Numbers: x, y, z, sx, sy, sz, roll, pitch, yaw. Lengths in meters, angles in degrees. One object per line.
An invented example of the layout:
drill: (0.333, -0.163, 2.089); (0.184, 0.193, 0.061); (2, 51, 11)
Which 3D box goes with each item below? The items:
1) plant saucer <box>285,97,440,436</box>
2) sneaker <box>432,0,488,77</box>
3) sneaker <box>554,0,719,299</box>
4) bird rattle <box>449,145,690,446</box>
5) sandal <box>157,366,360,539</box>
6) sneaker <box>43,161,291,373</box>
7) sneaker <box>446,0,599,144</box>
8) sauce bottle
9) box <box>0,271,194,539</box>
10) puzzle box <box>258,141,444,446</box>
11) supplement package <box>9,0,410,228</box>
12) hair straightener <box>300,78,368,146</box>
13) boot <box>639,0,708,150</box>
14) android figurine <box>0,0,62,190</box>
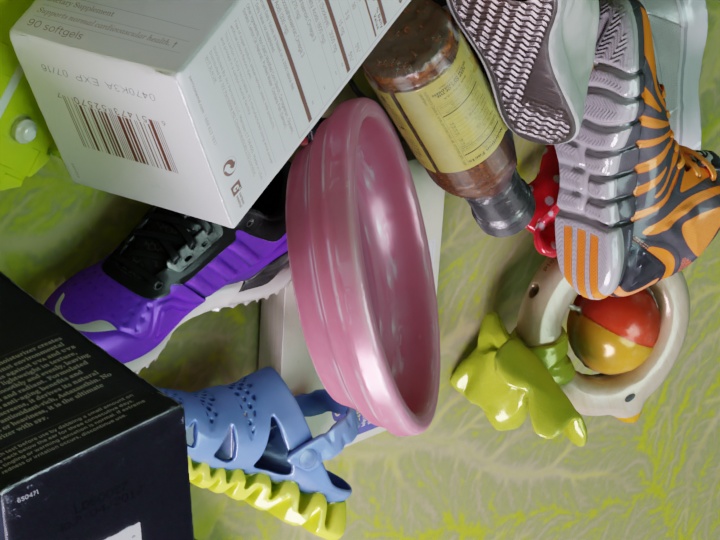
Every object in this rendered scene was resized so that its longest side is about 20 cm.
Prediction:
plant saucer: (0.000, 0.000, 1.662); (0.200, 0.051, 0.202); (-9, 90, -77)
sneaker: (0.110, -0.181, 1.766); (0.199, 0.076, 0.116); (-29, 137, -17)
sneaker: (0.182, -0.086, 1.793); (0.112, 0.077, 0.201); (-13, 117, -34)
bird rattle: (0.151, 0.022, 1.895); (0.163, 0.112, 0.201); (22, 86, -34)
sandal: (-0.074, 0.095, 1.722); (0.200, 0.079, 0.087); (24, 94, -42)
sneaker: (-0.109, -0.015, 1.623); (0.200, 0.069, 0.100); (-30, 147, -41)
sneaker: (0.098, -0.168, 1.661); (0.200, 0.072, 0.085); (73, 30, -52)
sauce bottle: (0.058, -0.089, 1.726); (0.066, 0.066, 0.200); (-49, 145, -11)
box: (-0.194, 0.133, 1.539); (0.123, 0.198, 0.201); (-24, 128, -31)
puzzle box: (-0.007, 0.023, 1.795); (0.133, 0.025, 0.201); (-20, 126, -37)
supplement package: (-0.075, -0.142, 1.521); (0.200, 0.116, 0.118); (-54, 143, -31)
hair straightener: (-0.060, -0.104, 1.652); (0.199, 0.041, 0.077); (-2, 114, -42)
boot: (0.172, -0.120, 1.865); (0.095, 0.074, 0.201); (-16, 141, -9)
android figurine: (-0.209, -0.114, 1.500); (0.200, 0.041, 0.183); (27, 93, -48)
